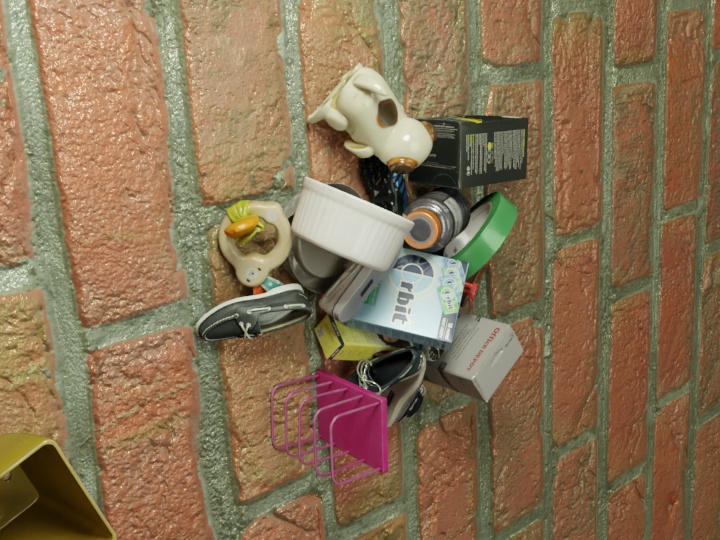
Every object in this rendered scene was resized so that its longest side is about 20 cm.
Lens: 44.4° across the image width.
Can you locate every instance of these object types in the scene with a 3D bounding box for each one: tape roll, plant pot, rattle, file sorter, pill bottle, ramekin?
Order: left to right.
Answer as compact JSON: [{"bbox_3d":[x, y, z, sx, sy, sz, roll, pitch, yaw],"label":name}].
[{"bbox_3d":[-0.500,0.344,1.231,0.200,0.176,0.201,-38,121,-29],"label":"plant pot"},{"bbox_3d":[-0.169,-0.007,1.465,0.130,0.143,0.201,-5,112,-20],"label":"rattle"},{"bbox_3d":[-0.061,0.283,1.592,0.125,0.200,0.140,-11,107,-36],"label":"file sorter"},{"bbox_3d":[-0.019,-0.075,1.479,0.200,0.200,0.098,20,94,-42],"label":"ramekin"},{"bbox_3d":[0.140,-0.096,1.696,0.200,0.106,0.107,-34,124,-66],"label":"pill bottle"},{"bbox_3d":[0.229,-0.066,1.770,0.048,0.200,0.201,39,71,-11],"label":"tape roll"}]

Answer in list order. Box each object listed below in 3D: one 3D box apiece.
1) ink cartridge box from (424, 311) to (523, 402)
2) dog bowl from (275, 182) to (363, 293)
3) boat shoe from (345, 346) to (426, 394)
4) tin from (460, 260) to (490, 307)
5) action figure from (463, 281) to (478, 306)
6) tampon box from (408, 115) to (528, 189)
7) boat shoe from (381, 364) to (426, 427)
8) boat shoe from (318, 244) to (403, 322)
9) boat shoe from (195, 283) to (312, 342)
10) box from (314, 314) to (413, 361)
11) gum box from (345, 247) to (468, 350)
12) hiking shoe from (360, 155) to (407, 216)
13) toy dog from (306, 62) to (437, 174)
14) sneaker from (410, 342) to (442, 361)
[{"bbox_3d":[0.208,0.168,1.800,0.146,0.200,0.084,-50,128,-21],"label":"ink cartridge box"},{"bbox_3d":[-0.069,-0.061,1.603,0.199,0.059,0.201,-11,106,-40],"label":"dog bowl"},{"bbox_3d":[0.030,0.204,1.677,0.062,0.199,0.075,31,37,-61],"label":"boat shoe"},{"bbox_3d":[0.245,-0.011,1.855,0.200,0.042,0.112,-56,172,-33],"label":"tin"},{"bbox_3d":[0.119,0.042,1.719,0.065,0.199,0.099,91,20,-66],"label":"action figure"},{"bbox_3d":[0.214,-0.241,1.752,0.199,0.150,0.127,-12,108,-39],"label":"tampon box"},{"bbox_3d":[0.096,0.229,1.768,0.092,0.075,0.200,-12,142,-44],"label":"boat shoe"},{"bbox_3d":[0.000,0.000,1.593,0.200,0.065,0.074,-49,151,-21],"label":"boat shoe"},{"bbox_3d":[-0.179,0.081,1.497,0.199,0.060,0.076,-22,145,-14],"label":"boat shoe"},{"bbox_3d":[0.010,0.132,1.699,0.199,0.075,0.050,6,137,-42],"label":"box"},{"bbox_3d":[0.089,0.044,1.655,0.045,0.199,0.171,94,11,-63],"label":"gum box"},{"bbox_3d":[0.049,-0.175,1.689,0.087,0.074,0.201,-24,114,-65],"label":"hiking shoe"},{"bbox_3d":[0.042,-0.264,1.553,0.200,0.194,0.140,42,61,-15],"label":"toy dog"},{"bbox_3d":[0.123,0.086,1.790,0.078,0.090,0.201,47,47,-48],"label":"sneaker"}]
